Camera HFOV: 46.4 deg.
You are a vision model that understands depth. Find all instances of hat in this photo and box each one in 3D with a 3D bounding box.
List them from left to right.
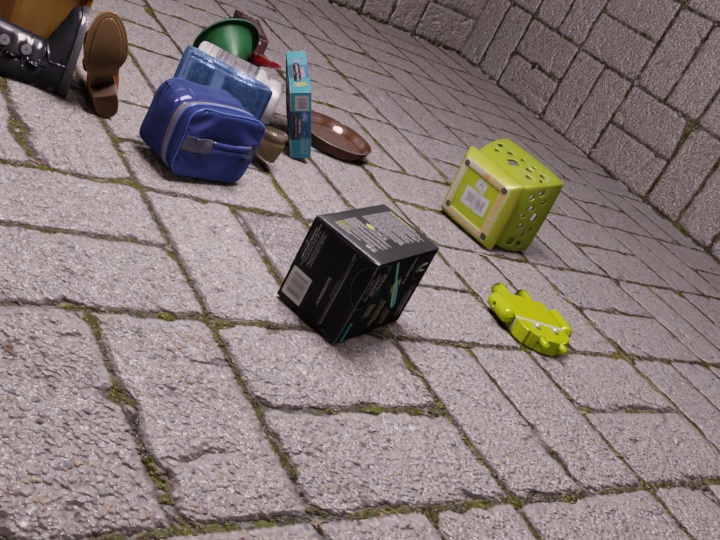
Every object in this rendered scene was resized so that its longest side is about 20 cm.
[{"bbox_3d":[-0.284,-0.458,1.926,0.163,0.200,0.178,-18,72,-13],"label":"hat"}]

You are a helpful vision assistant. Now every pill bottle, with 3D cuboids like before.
[{"bbox_3d":[-0.272,-0.403,1.824,0.198,0.114,0.113,24,24,-11],"label":"pill bottle"}]

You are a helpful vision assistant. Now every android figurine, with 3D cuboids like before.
[{"bbox_3d":[0.328,0.095,1.614,0.180,0.041,0.201,17,25,-27],"label":"android figurine"}]

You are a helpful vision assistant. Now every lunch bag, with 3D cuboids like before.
[{"bbox_3d":[-0.265,-0.235,1.470,0.199,0.137,0.132,1,37,-50],"label":"lunch bag"}]

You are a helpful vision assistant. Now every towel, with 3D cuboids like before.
[{"bbox_3d":[-0.289,-0.372,1.744,0.198,0.113,0.049,26,11,-9],"label":"towel"}]

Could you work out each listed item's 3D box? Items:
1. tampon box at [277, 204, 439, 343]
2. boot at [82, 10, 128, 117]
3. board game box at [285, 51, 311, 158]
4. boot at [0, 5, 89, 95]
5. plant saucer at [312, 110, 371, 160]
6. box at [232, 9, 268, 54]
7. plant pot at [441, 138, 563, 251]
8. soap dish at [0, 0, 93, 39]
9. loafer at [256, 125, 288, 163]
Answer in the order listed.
[{"bbox_3d":[0.000,0.000,1.288,0.126,0.151,0.199,39,25,20],"label":"tampon box"},{"bbox_3d":[-0.462,-0.393,1.487,0.073,0.202,0.156,-2,43,-25],"label":"boot"},{"bbox_3d":[-0.135,-0.360,1.815,0.046,0.153,0.201,-2,38,-7],"label":"board game box"},{"bbox_3d":[-0.582,-0.412,1.443,0.198,0.167,0.065,17,-7,-25],"label":"boot"},{"bbox_3d":[-0.068,-0.314,1.979,0.198,0.035,0.201,25,25,-12],"label":"plant saucer"},{"bbox_3d":[-0.301,-0.592,2.184,0.074,0.101,0.201,16,26,-27],"label":"box"},{"bbox_3d":[0.313,-0.170,1.940,0.180,0.201,0.200,-10,45,-46],"label":"plant pot"},{"bbox_3d":[-0.571,-0.470,1.514,0.156,0.201,0.082,7,40,-42],"label":"soap dish"},{"bbox_3d":[-0.232,-0.267,1.665,0.198,0.068,0.076,26,15,33],"label":"loafer"}]
